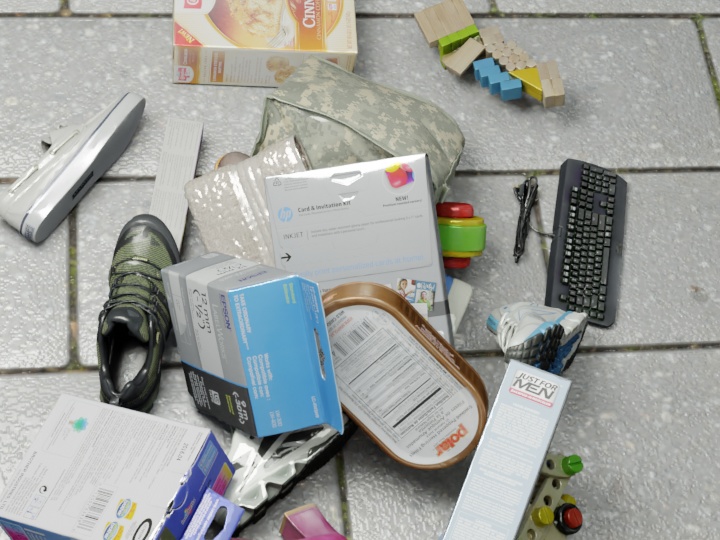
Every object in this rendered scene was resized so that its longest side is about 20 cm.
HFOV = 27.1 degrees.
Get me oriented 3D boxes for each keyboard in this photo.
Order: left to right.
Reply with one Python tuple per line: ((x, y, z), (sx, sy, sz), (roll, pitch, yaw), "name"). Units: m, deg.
((0.220, -0.037, 1.602), (0.127, 0.021, 0.200), (12, 58, -2), "keyboard")

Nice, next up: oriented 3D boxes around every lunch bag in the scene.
((0.004, -0.124, 1.533), (0.200, 0.118, 0.164), (21, 27, 5), "lunch bag")

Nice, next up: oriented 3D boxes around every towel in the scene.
((-0.085, -0.017, 1.459), (0.133, 0.034, 0.200), (-22, 89, 15), "towel")

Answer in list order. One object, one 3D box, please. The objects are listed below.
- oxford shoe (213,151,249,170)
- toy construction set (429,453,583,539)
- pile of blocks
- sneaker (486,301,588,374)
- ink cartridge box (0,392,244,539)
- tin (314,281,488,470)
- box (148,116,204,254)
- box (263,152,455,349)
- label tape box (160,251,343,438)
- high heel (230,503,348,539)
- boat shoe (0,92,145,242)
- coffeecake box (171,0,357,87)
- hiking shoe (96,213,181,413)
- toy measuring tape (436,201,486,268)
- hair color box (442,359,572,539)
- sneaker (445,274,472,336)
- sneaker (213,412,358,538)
((-0.076, -0.062, 1.538), (0.071, 0.073, 0.200), (-37, 71, -25), "oxford shoe")
((0.134, 0.224, 1.392), (0.131, 0.092, 0.200), (43, 68, -12), "toy construction set")
((0.144, -0.227, 1.683), (0.200, 0.062, 0.082), (39, 73, 23), "pile of blocks")
((0.158, 0.069, 1.461), (0.087, 0.200, 0.075), (21, 100, 17), "sneaker")
((-0.204, 0.200, 1.321), (0.200, 0.076, 0.136), (9, 56, 27), "ink cartridge box")
((0.031, 0.099, 1.364), (0.200, 0.112, 0.042), (45, 21, -12), "tin")
((-0.196, -0.067, 1.542), (0.041, 0.039, 0.200), (9, 59, -5), "box")
((0.000, 0.000, 1.403), (0.156, 0.041, 0.200), (-8, 90, 7), "box")
((-0.099, 0.070, 1.356), (0.066, 0.200, 0.143), (-19, 108, -28), "label tape box")
((-0.093, 0.286, 1.336), (0.200, 0.067, 0.096), (-18, 53, -33), "high heel")
((-0.300, -0.118, 1.543), (0.066, 0.072, 0.200), (33, 69, 6), "boat shoe")
((-0.109, -0.286, 1.665), (0.200, 0.073, 0.154), (1, 61, -8), "coffeecake box")
((-0.208, 0.039, 1.417), (0.076, 0.101, 0.200), (4, 78, -5), "hiking shoe")
((0.079, -0.032, 1.502), (0.074, 0.074, 0.200), (42, 21, 16), "toy measuring tape")
((0.122, 0.189, 1.312), (0.061, 0.099, 0.200), (21, 73, 8), "hair color box")
((0.032, 0.072, 1.472), (0.111, 0.077, 0.200), (23, 55, -2), "sneaker")
((-0.075, 0.158, 1.409), (0.200, 0.074, 0.089), (-36, 73, -26), "sneaker")
